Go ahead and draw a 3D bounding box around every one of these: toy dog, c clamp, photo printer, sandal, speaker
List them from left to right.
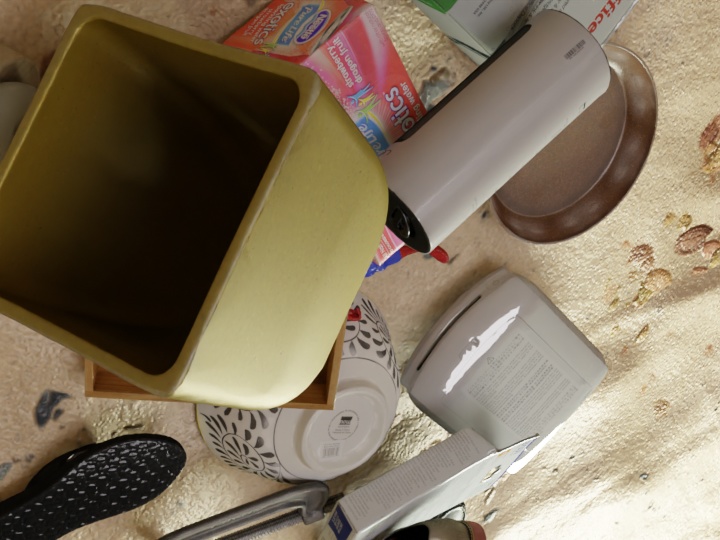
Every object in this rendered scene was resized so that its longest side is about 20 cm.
[{"bbox_3d":[-0.252,-0.049,0.811,0.096,0.132,0.200,-17,119,-53],"label":"toy dog"},{"bbox_3d":[-0.243,0.180,1.004,0.200,0.048,0.075,-25,131,-4],"label":"sandal"},{"bbox_3d":[-0.100,0.238,1.106,0.200,0.027,0.171,-16,160,-15],"label":"c clamp"},{"bbox_3d":[0.093,-0.104,0.908,0.200,0.081,0.081,-43,133,-12],"label":"speaker"},{"bbox_3d":[0.139,0.097,1.194,0.166,0.069,0.200,-49,132,2],"label":"photo printer"}]

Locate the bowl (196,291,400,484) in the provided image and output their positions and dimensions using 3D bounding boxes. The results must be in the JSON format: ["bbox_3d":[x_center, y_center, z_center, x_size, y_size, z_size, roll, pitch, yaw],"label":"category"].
[{"bbox_3d":[-0.035,0.119,1.066,0.201,0.094,0.201,-15,121,-26],"label":"bowl"}]

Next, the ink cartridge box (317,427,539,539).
[{"bbox_3d":[0.057,0.214,1.165,0.200,0.041,0.200,-24,161,-20],"label":"ink cartridge box"}]

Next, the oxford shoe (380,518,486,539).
[{"bbox_3d":[0.028,0.281,1.156,0.075,0.071,0.200,23,134,-33],"label":"oxford shoe"}]

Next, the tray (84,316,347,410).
[{"bbox_3d":[-0.115,0.057,0.958,0.200,0.037,0.099,4,122,-8],"label":"tray"}]

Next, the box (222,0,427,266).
[{"bbox_3d":[-0.013,-0.114,0.941,0.103,0.095,0.200,-41,132,-10],"label":"box"}]

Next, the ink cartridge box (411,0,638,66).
[{"bbox_3d":[0.121,-0.243,0.965,0.147,0.083,0.200,-52,133,3],"label":"ink cartridge box"}]

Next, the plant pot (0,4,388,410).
[{"bbox_3d":[-0.094,-0.022,0.769,0.200,0.195,0.194,34,80,-59],"label":"plant pot"}]

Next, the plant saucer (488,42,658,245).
[{"bbox_3d":[0.191,-0.120,1.122,0.200,0.034,0.200,-18,126,-26],"label":"plant saucer"}]

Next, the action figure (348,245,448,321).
[{"bbox_3d":[0.000,0.000,1.025,0.200,0.099,0.065,-14,123,-25],"label":"action figure"}]

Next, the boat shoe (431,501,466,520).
[{"bbox_3d":[0.063,0.329,1.289,0.076,0.060,0.200,17,106,-39],"label":"boat shoe"}]
